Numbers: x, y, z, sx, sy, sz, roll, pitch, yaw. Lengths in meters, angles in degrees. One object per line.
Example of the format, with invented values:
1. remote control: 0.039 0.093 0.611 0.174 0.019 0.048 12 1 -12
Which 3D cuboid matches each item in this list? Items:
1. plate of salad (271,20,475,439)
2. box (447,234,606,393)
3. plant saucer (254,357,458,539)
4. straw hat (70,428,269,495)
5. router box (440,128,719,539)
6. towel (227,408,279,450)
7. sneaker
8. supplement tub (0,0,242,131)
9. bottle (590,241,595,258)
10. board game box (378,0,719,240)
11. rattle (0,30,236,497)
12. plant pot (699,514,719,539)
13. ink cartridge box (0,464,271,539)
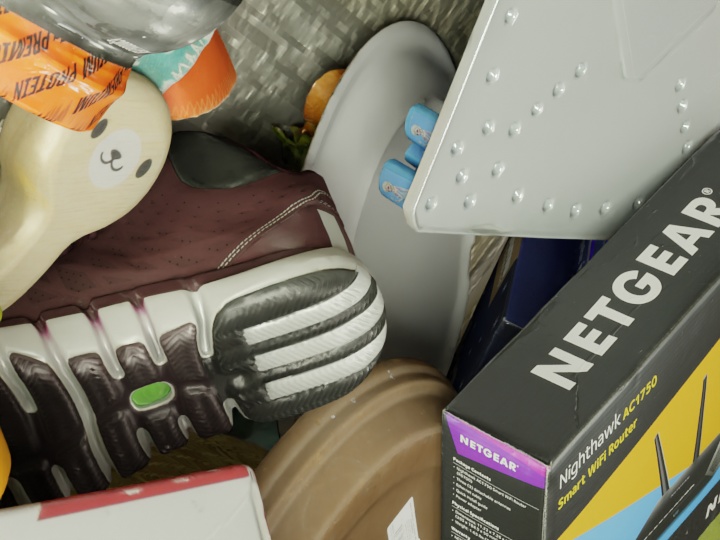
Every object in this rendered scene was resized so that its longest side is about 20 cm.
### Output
1. plate of salad: 0.000 0.000 0.900 0.200 0.048 0.202 9 90 -69
2. box: 0.052 0.054 0.947 0.121 0.032 0.201 -70 -175 -65
3. plant saucer: -0.009 0.129 0.803 0.200 0.029 0.201 -42 144 -40
4. straw hat: -0.098 0.126 0.880 0.199 0.085 0.203 -5 118 -11
5. router box: 0.103 0.060 0.866 0.200 0.051 0.150 -43 146 -37
6. towel: -0.033 0.117 1.034 0.199 0.048 0.172 -3 126 -58
7. sneaker: -0.094 0.013 0.770 0.198 0.116 0.076 -14 130 0
8. supplement tub: -0.052 -0.144 0.568 0.201 0.122 0.122 -54 155 8
9. bottle: 0.150 0.000 1.164 0.084 0.065 0.200 -49 155 4
10. board game box: 0.105 -0.107 0.828 0.199 0.026 0.201 1 116 -51
11. rattle: -0.075 -0.027 0.672 0.199 0.142 0.131 -15 114 -40
12. plant pot: 0.113 0.151 1.097 0.199 0.187 0.188 -14 137 -41
13. ink cartridge box: -0.135 0.126 0.685 0.146 0.084 0.199 -8 170 -39
